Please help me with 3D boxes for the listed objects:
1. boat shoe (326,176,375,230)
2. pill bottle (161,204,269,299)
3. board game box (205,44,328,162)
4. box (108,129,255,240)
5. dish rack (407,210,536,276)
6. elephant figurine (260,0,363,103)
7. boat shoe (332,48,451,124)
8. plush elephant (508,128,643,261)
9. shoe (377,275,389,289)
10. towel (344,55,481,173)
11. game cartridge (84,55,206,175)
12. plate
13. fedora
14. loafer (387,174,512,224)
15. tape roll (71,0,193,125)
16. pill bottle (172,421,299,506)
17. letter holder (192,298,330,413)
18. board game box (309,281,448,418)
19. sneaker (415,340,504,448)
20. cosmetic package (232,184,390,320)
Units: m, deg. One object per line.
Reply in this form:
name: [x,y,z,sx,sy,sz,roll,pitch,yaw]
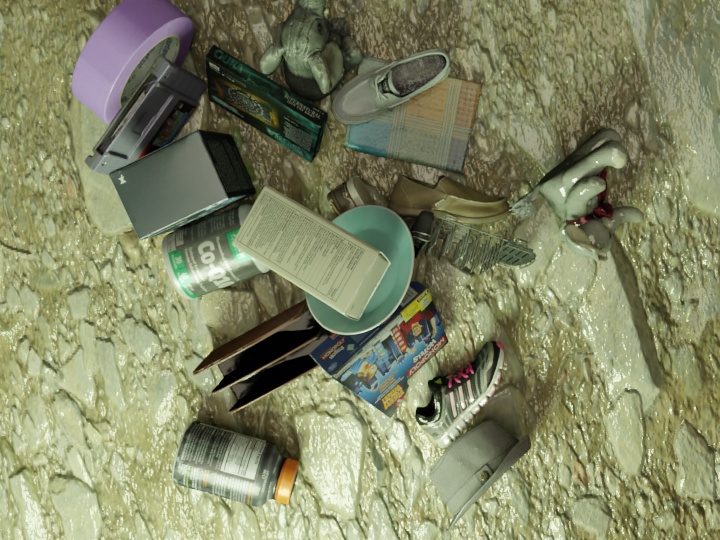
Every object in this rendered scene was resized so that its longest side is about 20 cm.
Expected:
boat shoe: [0.014,-0.048,1.220,0.059,0.072,0.202,-26,98,21]
pill bottle: [-0.204,-0.038,1.213,0.197,0.113,0.115,-20,96,7]
board game box: [-0.146,-0.252,1.171,0.198,0.135,0.028,32,73,-1]
box: [-0.262,-0.133,1.160,0.147,0.200,0.108,-23,96,7]
dish rack: [0.166,-0.032,1.174,0.197,0.153,0.055,19,83,0]
elephant figurine: [-0.082,-0.327,1.115,0.140,0.200,0.157,-21,94,13]
boat shoe: [0.046,-0.285,1.161,0.198,0.072,0.071,-24,96,5]
plush elephant: [0.346,-0.092,1.146,0.199,0.165,0.155,-37,97,15]
shoe: [-0.014,0.017,1.188,0.198,0.070,0.054,-12,118,39]
towel: [0.082,-0.246,1.211,0.197,0.022,0.149,13,99,1]
game cartridge: [-0.329,-0.229,1.188,0.038,0.129,0.201,41,99,16]
plate: [0.000,0.000,1.141,0.198,0.025,0.203,-13,66,31]
fedora: [0.178,0.313,1.218,0.090,0.177,0.200,45,100,17]
loafer: [0.141,-0.114,1.197,0.196,0.076,0.069,3,105,3]
tape roll: [-0.338,-0.316,1.139,0.065,0.200,0.201,38,99,-3]
pill bottle: [-0.203,0.328,1.268,0.197,0.106,0.108,15,99,2]
letter holder: [-0.150,0.144,1.220,0.198,0.142,0.102,-29,95,7]
board game box: [0.041,0.136,1.210,0.199,0.201,0.062,-40,50,-13]
sneaker: [0.157,0.191,1.239,0.087,0.074,0.201,31,104,-7]
cosmetic package: [-0.069,-0.024,1.085,0.199,0.087,0.104,32,89,17]
